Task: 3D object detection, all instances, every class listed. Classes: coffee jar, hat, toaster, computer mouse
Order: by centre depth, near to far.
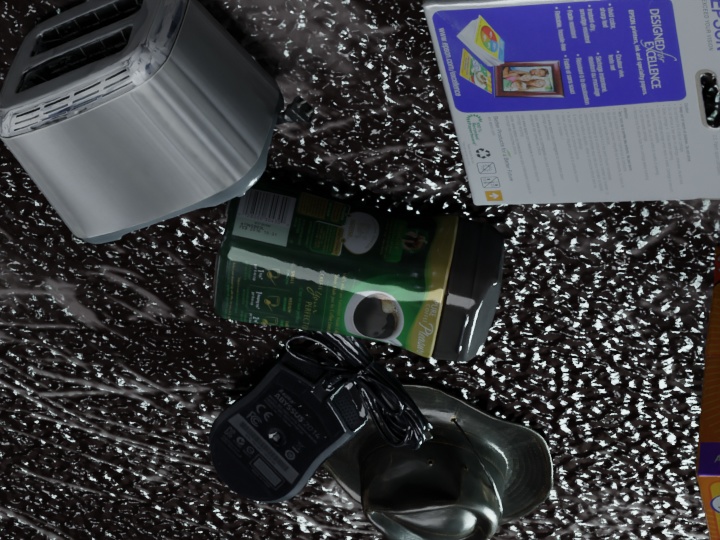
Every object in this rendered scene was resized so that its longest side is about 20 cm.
[{"bbox_3d":[-0.145,-0.108,1.617,0.200,0.114,0.129,-16,132,33],"label":"toaster"},{"bbox_3d":[0.000,0.000,1.734,0.199,0.085,0.104,12,139,1],"label":"coffee jar"},{"bbox_3d":[-0.039,0.111,1.898,0.139,0.053,0.200,48,129,-4],"label":"computer mouse"},{"bbox_3d":[0.052,0.177,1.942,0.200,0.081,0.201,8,142,6],"label":"hat"}]

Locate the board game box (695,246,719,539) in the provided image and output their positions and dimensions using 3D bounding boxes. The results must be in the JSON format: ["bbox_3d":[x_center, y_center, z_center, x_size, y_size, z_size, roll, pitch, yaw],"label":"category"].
[{"bbox_3d":[0.349,0.119,1.702,0.199,0.200,0.200,-1,140,15],"label":"board game box"}]

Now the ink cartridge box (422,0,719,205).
[{"bbox_3d":[0.155,-0.119,1.583,0.199,0.043,0.198,0,141,15],"label":"ink cartridge box"}]
